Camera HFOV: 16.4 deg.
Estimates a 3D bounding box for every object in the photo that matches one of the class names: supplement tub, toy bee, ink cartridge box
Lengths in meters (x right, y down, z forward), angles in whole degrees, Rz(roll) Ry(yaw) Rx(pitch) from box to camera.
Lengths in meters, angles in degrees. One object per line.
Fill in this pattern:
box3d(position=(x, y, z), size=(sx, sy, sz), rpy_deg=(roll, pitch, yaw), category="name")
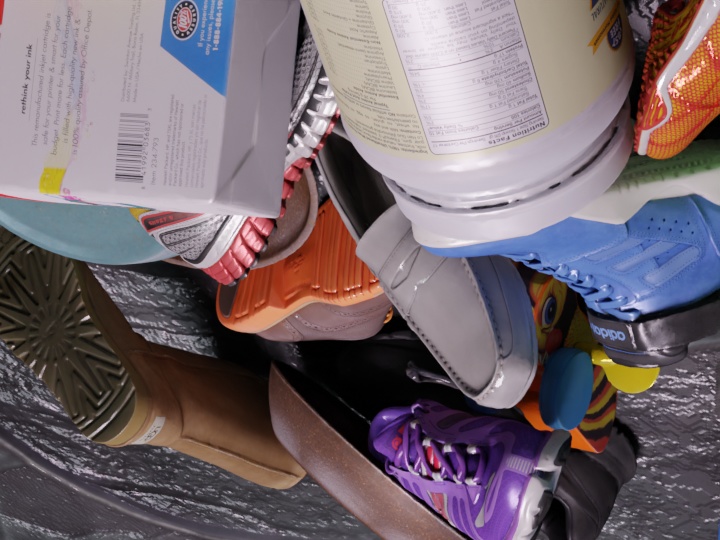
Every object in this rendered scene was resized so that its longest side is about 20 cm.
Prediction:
box3d(position=(0.046, -0.129, 1.152), size=(0.144, 0.145, 0.201), rpy_deg=(3, 134, 28), category="supplement tub")
box3d(position=(0.108, 0.035, 1.414), size=(0.130, 0.109, 0.200), rpy_deg=(16, 172, 9), category="toy bee")
box3d(position=(-0.135, -0.092, 1.267), size=(0.199, 0.117, 0.067), rpy_deg=(5, 178, 29), category="ink cartridge box")

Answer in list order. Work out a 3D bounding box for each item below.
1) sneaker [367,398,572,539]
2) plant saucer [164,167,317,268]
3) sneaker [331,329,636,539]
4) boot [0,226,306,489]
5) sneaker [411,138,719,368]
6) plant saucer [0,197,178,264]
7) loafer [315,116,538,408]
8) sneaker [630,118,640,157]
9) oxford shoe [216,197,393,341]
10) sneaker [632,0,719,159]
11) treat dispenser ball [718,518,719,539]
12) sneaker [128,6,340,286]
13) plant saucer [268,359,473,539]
box3d(position=(0.053, 0.111, 1.388), size=(0.083, 0.081, 0.200), rpy_deg=(24, 172, -17), category="sneaker")
box3d(position=(-0.113, -0.078, 1.419), size=(0.199, 0.037, 0.201), rpy_deg=(16, 145, 11), category="plant saucer")
box3d(position=(0.071, 0.106, 1.526), size=(0.199, 0.091, 0.076), rpy_deg=(25, 148, 0), category="sneaker")
box3d(position=(-0.133, 0.057, 1.555), size=(0.066, 0.176, 0.200), rpy_deg=(-39, 154, 17), category="boot")
box3d(position=(0.120, 0.002, 1.259), size=(0.077, 0.199, 0.112), rpy_deg=(26, 122, 58), category="sneaker")
box3d(position=(-0.164, -0.064, 1.396), size=(0.199, 0.036, 0.200), rpy_deg=(16, 145, 12), category="plant saucer")
box3d(position=(0.030, -0.008, 1.312), size=(0.070, 0.200, 0.070), rpy_deg=(4, 131, -37), category="loafer")
box3d(position=(0.084, -0.072, 1.316), size=(0.200, 0.075, 0.082), rpy_deg=(32, 180, -20), category="sneaker")
box3d(position=(0.000, 0.000, 1.459), size=(0.073, 0.072, 0.200), rpy_deg=(23, 157, -33), category="oxford shoe")
box3d(position=(0.173, -0.105, 1.112), size=(0.077, 0.073, 0.200), rpy_deg=(17, 150, -7), category="sneaker")
box3d(position=(0.295, 0.152, 1.354), size=(0.200, 0.201, 0.201), rpy_deg=(16, 146, 11), category="treat dispenser ball")
box3d(position=(-0.057, -0.086, 1.295), size=(0.082, 0.078, 0.200), rpy_deg=(26, 113, -11), category="sneaker")
box3d(position=(0.012, 0.132, 1.541), size=(0.200, 0.037, 0.200), rpy_deg=(39, -178, -2), category="plant saucer")
